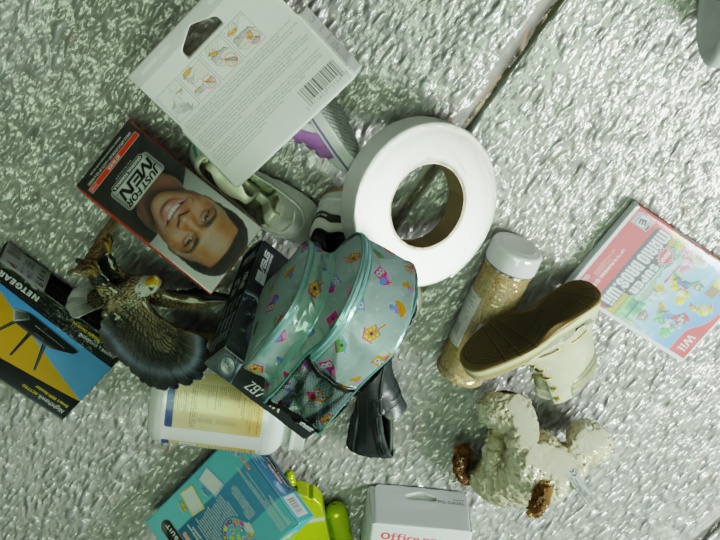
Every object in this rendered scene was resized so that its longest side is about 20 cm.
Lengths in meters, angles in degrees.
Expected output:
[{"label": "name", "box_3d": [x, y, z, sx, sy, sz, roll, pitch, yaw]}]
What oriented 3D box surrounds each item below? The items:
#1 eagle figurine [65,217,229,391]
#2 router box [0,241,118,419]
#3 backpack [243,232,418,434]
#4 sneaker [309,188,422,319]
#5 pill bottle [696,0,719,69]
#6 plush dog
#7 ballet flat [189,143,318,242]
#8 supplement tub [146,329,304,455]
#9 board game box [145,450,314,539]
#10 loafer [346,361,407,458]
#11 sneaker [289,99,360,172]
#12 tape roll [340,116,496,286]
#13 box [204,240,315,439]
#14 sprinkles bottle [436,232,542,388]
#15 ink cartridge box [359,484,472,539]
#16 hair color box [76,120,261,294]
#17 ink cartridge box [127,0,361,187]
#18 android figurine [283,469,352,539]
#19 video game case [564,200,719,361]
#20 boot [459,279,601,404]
[{"label": "eagle figurine", "box_3d": [-0.255, 0.040, 1.532, 0.200, 0.151, 0.152, 40, 91, -15]}, {"label": "router box", "box_3d": [-0.414, 0.080, 1.613, 0.199, 0.051, 0.149, 38, 113, -19]}, {"label": "backpack", "box_3d": [-0.031, 0.054, 1.412, 0.153, 0.177, 0.200, 38, 125, -21]}, {"label": "sneaker", "box_3d": [0.000, 0.000, 1.549, 0.075, 0.088, 0.201, -20, 118, 36]}, {"label": "pill bottle", "box_3d": [0.484, -0.278, 1.400, 0.198, 0.116, 0.117, 2, 119, -2]}, {"label": "plush dog", "box_3d": [0.216, 0.268, 1.682, 0.198, 0.162, 0.172, 19, 153, -12]}, {"label": "ballet flat", "box_3d": [-0.125, -0.086, 1.522, 0.199, 0.070, 0.069, 37, 112, -19]}, {"label": "supplement tub", "box_3d": [-0.164, 0.156, 1.608, 0.198, 0.145, 0.146, 8, 118, -6]}, {"label": "board game box", "box_3d": [-0.180, 0.337, 1.718, 0.200, 0.047, 0.151, -45, 73, 21]}, {"label": "loafer", "box_3d": [0.028, 0.164, 1.655, 0.070, 0.068, 0.202, 16, 126, 11]}, {"label": "sneaker", "box_3d": [-0.091, -0.176, 1.476, 0.114, 0.073, 0.201, -36, 103, 21]}, {"label": "tape roll", "box_3d": [0.071, -0.080, 1.495, 0.201, 0.037, 0.205, -10, 111, -27]}, {"label": "box", "box_3d": [-0.094, 0.081, 1.536, 0.160, 0.201, 0.043, 40, 126, -19]}, {"label": "sprinkles bottle", "box_3d": [0.161, 0.051, 1.601, 0.068, 0.068, 0.201, 17, 117, -10]}, {"label": "ink cartridge box", "box_3d": [0.070, 0.411, 1.786, 0.144, 0.084, 0.202, 5, 119, -4]}, {"label": "hair color box", "box_3d": [-0.223, -0.072, 1.485, 0.199, 0.061, 0.102, 38, 84, -5]}, {"label": "ink cartridge box", "box_3d": [-0.128, -0.220, 1.400, 0.200, 0.045, 0.176, -40, 102, 24]}, {"label": "android figurine", "box_3d": [-0.105, 0.366, 1.782, 0.180, 0.041, 0.202, -10, 119, 5]}, {"label": "video game case", "box_3d": [0.381, 0.017, 1.615, 0.199, 0.017, 0.143, 31, 113, -17]}, {"label": "boot", "box_3d": [0.218, 0.114, 1.594, 0.199, 0.072, 0.155, -28, 139, -16]}]
